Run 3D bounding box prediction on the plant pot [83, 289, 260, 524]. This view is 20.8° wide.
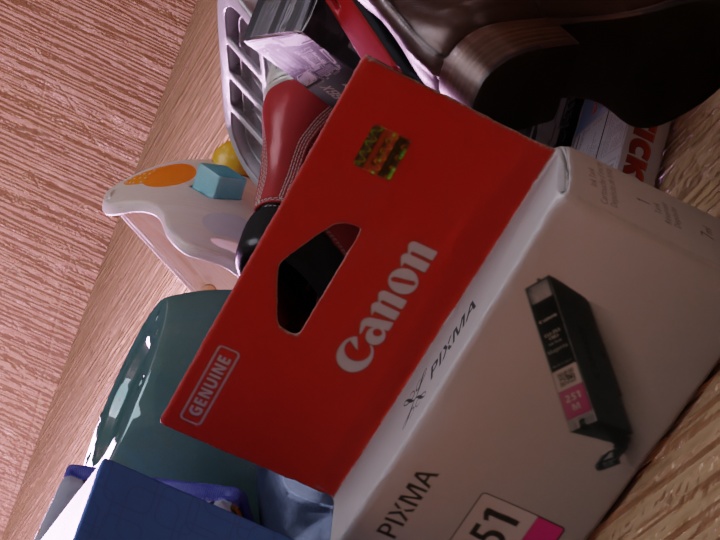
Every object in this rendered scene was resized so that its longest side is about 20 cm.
[{"bbox_3d":[-0.064,0.103,1.106,0.202,0.160,0.201,-61,13,23],"label":"plant pot"}]

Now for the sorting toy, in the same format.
[{"bbox_3d":[-0.072,0.006,1.298,0.107,0.200,0.180,-41,12,7],"label":"sorting toy"}]

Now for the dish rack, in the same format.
[{"bbox_3d":[-0.020,-0.070,1.211,0.201,0.043,0.172,54,159,28],"label":"dish rack"}]

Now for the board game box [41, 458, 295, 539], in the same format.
[{"bbox_3d":[-0.045,0.161,0.825,0.152,0.199,0.045,-47,21,54],"label":"board game box"}]

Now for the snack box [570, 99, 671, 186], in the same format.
[{"bbox_3d":[0.135,-0.100,0.953,0.072,0.024,0.202,138,153,-64],"label":"snack box"}]

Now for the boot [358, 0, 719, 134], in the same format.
[{"bbox_3d":[0.053,-0.142,0.841,0.200,0.185,0.065,47,128,33],"label":"boot"}]

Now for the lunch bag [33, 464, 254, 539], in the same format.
[{"bbox_3d":[-0.107,0.229,0.987,0.171,0.123,0.201,-65,-24,-43],"label":"lunch bag"}]

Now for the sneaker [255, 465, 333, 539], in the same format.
[{"bbox_3d":[0.035,0.101,0.939,0.199,0.080,0.148,-27,67,30],"label":"sneaker"}]

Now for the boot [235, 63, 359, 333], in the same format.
[{"bbox_3d":[0.000,0.000,1.019,0.072,0.200,0.146,-8,56,28],"label":"boot"}]

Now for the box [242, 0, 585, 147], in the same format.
[{"bbox_3d":[0.048,-0.135,0.984,0.049,0.199,0.159,1,64,48],"label":"box"}]

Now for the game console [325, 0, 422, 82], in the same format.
[{"bbox_3d":[0.063,-0.177,0.908,0.199,0.178,0.031,-30,-12,-17],"label":"game console"}]

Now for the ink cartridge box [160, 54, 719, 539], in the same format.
[{"bbox_3d":[0.034,0.036,0.777,0.201,0.172,0.044,-59,15,30],"label":"ink cartridge box"}]
